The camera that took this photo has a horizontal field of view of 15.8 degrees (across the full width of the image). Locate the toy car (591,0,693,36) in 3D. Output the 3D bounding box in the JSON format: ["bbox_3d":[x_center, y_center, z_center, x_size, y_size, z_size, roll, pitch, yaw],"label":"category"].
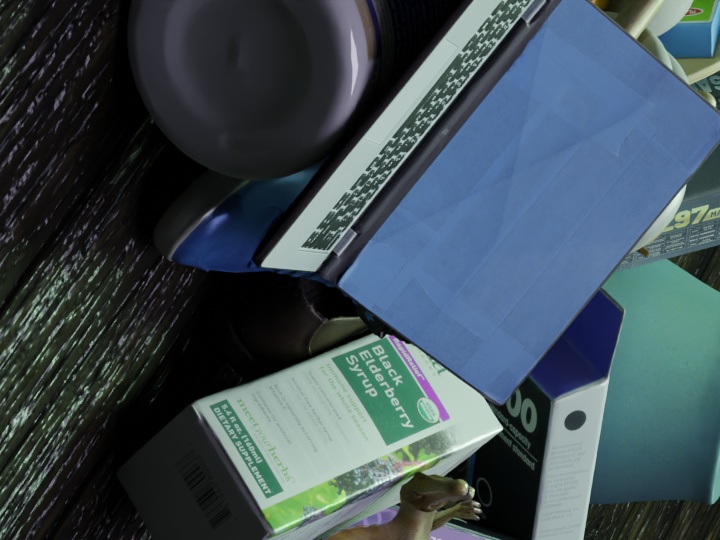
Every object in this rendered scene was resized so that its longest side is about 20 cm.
[{"bbox_3d":[0.106,-0.225,1.438,0.150,0.174,0.201,-160,-91,-75],"label":"toy car"}]

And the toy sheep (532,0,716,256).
[{"bbox_3d":[0.112,-0.079,1.346,0.200,0.137,0.138,53,56,-42],"label":"toy sheep"}]

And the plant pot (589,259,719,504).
[{"bbox_3d":[0.164,0.068,1.729,0.200,0.187,0.201,14,90,-77],"label":"plant pot"}]

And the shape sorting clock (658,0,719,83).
[{"bbox_3d":[0.151,-0.158,1.513,0.200,0.199,0.039,-52,140,-42],"label":"shape sorting clock"}]

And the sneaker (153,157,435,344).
[{"bbox_3d":[-0.007,-0.013,1.304,0.199,0.111,0.077,-18,158,-50],"label":"sneaker"}]

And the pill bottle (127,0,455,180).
[{"bbox_3d":[-0.013,-0.125,1.229,0.200,0.119,0.120,-34,139,-58],"label":"pill bottle"}]

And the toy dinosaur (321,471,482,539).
[{"bbox_3d":[0.004,0.169,1.395,0.101,0.058,0.200,20,120,-39],"label":"toy dinosaur"}]

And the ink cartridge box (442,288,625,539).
[{"bbox_3d":[0.078,0.062,1.553,0.043,0.198,0.201,-8,123,-27],"label":"ink cartridge box"}]

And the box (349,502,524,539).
[{"bbox_3d":[-0.008,0.225,1.491,0.147,0.104,0.201,19,89,-30],"label":"box"}]

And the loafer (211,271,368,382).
[{"bbox_3d":[0.000,0.000,1.411,0.073,0.071,0.200,56,39,-8],"label":"loafer"}]

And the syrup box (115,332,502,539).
[{"bbox_3d":[-0.023,0.094,1.361,0.200,0.079,0.081,-19,163,-48],"label":"syrup box"}]

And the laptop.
[{"bbox_3d":[0.068,-0.040,1.219,0.188,0.116,0.200,-51,171,6],"label":"laptop"}]

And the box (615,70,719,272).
[{"bbox_3d":[0.141,-0.072,1.495,0.199,0.158,0.051,-14,138,-12],"label":"box"}]
